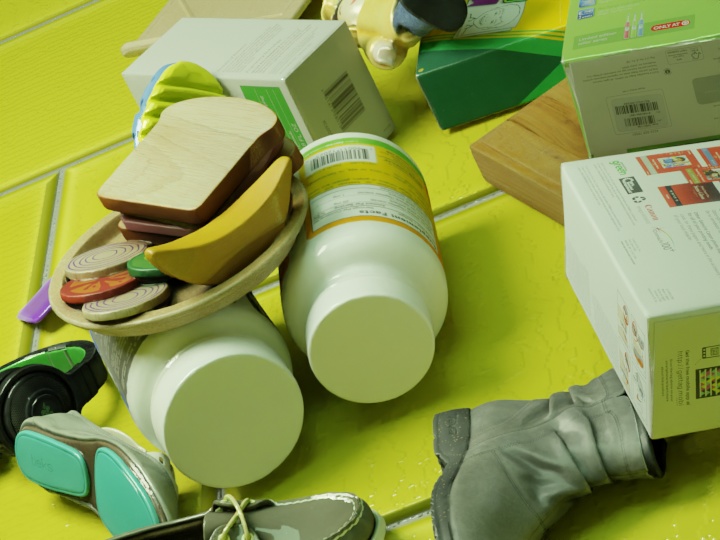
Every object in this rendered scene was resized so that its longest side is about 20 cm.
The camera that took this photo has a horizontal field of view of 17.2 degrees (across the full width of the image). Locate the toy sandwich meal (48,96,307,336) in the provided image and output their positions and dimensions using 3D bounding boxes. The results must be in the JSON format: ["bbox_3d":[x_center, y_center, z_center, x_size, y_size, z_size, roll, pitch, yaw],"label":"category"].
[{"bbox_3d":[-0.122,-0.037,1.568,0.204,0.071,0.206,-18,29,10],"label":"toy sandwich meal"}]

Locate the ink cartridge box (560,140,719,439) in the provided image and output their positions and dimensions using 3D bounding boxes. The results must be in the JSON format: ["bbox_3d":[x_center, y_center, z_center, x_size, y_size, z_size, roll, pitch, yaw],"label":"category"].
[{"bbox_3d":[0.226,0.002,1.407,0.174,0.084,0.200,-9,29,-6],"label":"ink cartridge box"}]

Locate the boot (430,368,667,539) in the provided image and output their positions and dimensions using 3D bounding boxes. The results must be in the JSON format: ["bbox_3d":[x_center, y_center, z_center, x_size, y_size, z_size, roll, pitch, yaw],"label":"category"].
[{"bbox_3d":[0.110,0.125,1.354,0.131,0.070,0.201,-16,35,10],"label":"boot"}]

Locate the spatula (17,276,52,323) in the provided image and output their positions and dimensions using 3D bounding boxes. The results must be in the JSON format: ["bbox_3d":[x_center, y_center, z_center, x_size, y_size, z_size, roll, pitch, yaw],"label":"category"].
[{"bbox_3d":[-0.205,0.037,1.802,0.057,0.021,0.200,-49,36,-11],"label":"spatula"}]

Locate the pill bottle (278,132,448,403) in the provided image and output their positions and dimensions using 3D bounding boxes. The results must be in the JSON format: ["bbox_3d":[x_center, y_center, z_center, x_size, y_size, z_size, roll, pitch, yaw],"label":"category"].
[{"bbox_3d":[0.000,0.000,1.595,0.110,0.111,0.200,-23,30,9],"label":"pill bottle"}]

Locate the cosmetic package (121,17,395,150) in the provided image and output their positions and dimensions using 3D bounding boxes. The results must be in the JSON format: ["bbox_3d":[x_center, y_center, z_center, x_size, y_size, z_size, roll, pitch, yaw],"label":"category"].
[{"bbox_3d":[-0.081,-0.135,1.882,0.199,0.108,0.085,5,42,46],"label":"cosmetic package"}]

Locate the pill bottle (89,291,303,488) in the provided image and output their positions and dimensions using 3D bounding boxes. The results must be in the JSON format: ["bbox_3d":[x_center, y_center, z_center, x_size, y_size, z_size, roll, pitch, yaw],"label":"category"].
[{"bbox_3d":[-0.110,0.058,1.593,0.113,0.114,0.200,-30,29,-5],"label":"pill bottle"}]

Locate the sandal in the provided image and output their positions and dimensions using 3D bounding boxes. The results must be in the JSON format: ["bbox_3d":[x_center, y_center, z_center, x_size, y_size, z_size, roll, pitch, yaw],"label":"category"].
[{"bbox_3d":[-0.154,-0.062,1.804,0.087,0.079,0.201,-12,63,56],"label":"sandal"}]

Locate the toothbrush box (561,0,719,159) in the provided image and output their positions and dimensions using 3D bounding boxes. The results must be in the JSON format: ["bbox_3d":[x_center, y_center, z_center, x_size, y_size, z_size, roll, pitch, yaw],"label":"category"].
[{"bbox_3d":[0.223,-0.177,1.631,0.145,0.086,0.201,-9,38,17],"label":"toothbrush box"}]

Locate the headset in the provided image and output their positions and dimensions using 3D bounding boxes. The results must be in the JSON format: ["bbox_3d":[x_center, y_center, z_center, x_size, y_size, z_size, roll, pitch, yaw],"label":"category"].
[{"bbox_3d":[-0.254,0.117,1.691,0.123,0.094,0.200,-13,17,33],"label":"headset"}]

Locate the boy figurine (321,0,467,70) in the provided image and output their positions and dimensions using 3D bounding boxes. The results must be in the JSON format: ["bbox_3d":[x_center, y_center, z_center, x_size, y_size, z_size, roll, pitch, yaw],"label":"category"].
[{"bbox_3d":[0.030,-0.213,1.830,0.200,0.064,0.125,-1,68,69],"label":"boy figurine"}]

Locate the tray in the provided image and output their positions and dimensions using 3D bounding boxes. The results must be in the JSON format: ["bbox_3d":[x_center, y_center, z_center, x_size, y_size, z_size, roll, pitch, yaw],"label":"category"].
[{"bbox_3d":[0.165,-0.075,1.651,0.098,0.037,0.200,-35,31,-12],"label":"tray"}]

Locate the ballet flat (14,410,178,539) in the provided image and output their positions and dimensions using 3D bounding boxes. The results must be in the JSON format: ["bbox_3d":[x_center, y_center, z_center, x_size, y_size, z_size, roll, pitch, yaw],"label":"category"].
[{"bbox_3d":[-0.158,0.133,1.572,0.063,0.068,0.200,-13,21,-34],"label":"ballet flat"}]

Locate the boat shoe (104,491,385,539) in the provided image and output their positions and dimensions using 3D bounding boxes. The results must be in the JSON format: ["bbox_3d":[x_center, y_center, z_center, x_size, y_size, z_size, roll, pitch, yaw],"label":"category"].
[{"bbox_3d":[-0.084,0.173,1.443,0.201,0.060,0.072,-20,30,15],"label":"boat shoe"}]

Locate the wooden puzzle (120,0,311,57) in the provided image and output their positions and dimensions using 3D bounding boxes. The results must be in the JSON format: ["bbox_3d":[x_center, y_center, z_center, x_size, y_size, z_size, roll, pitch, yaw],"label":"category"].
[{"bbox_3d":[-0.099,-0.251,2.161,0.184,0.037,0.200,-6,32,35],"label":"wooden puzzle"}]

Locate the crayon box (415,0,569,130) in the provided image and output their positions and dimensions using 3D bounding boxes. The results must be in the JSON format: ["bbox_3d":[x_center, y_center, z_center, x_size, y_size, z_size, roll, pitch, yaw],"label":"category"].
[{"bbox_3d":[0.136,-0.206,1.858,0.172,0.058,0.201,-19,31,17],"label":"crayon box"}]
